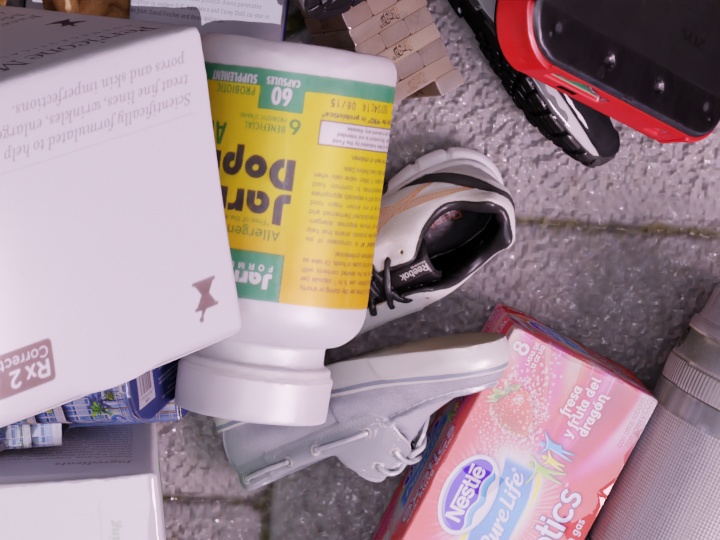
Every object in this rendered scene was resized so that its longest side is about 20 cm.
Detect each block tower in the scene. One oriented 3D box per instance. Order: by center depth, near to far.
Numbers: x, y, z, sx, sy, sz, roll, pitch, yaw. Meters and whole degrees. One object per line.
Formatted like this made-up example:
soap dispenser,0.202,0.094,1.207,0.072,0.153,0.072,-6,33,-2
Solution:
block tower,-0.014,-0.181,1.425,0.058,0.054,0.200,-32,105,-20

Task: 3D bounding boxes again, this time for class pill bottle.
pill bottle,-0.047,-0.022,1.369,0.113,0.113,0.200,8,93,-5

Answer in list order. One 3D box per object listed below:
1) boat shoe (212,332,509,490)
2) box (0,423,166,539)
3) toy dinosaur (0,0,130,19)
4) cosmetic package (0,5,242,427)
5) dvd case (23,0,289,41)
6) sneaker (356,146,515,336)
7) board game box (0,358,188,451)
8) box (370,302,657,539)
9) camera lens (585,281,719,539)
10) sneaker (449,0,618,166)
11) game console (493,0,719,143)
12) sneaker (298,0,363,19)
boat shoe,0.005,0.083,1.433,0.201,0.070,0.072,-16,90,36
box,-0.204,0.193,1.418,0.200,0.171,0.199,-4,98,-3
toy dinosaur,-0.151,-0.159,1.421,0.106,0.060,0.200,8,84,-15
cosmetic package,-0.191,-0.034,1.289,0.165,0.200,0.165,-22,112,-40
dvd case,-0.122,-0.105,1.459,0.150,0.025,0.200,7,96,-5
sneaker,0.000,0.000,1.443,0.200,0.080,0.074,-34,114,-2
board game box,-0.197,0.060,1.412,0.200,0.200,0.062,-5,99,11
box,0.078,0.131,1.466,0.095,0.103,0.200,27,96,-6
camera lens,0.228,0.125,1.445,0.160,0.160,0.200,23,95,-7
sneaker,0.104,-0.157,1.438,0.088,0.076,0.200,-35,98,-5
game console,0.156,-0.173,1.400,0.200,0.031,0.177,21,82,-48
sneaker,0.029,-0.224,1.364,0.200,0.076,0.088,-32,72,-17
